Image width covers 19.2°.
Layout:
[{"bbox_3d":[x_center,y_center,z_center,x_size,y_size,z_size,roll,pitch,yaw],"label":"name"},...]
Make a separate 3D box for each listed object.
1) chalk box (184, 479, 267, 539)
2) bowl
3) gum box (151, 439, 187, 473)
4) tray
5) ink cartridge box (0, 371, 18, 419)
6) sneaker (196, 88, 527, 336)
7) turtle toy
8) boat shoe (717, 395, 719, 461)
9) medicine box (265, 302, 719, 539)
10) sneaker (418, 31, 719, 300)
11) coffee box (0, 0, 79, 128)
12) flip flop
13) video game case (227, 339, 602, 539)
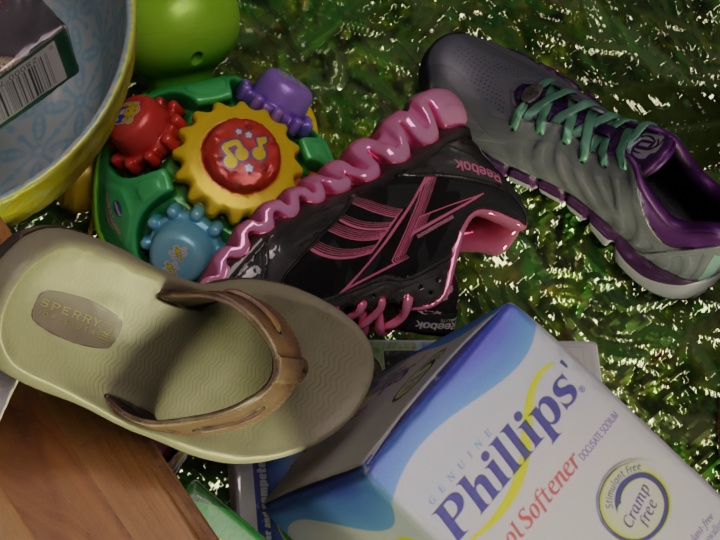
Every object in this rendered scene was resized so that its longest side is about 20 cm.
[{"bbox_3d":[-0.046,0.214,0.936,0.200,0.124,0.124,39,62,2],"label":"chalk box"},{"bbox_3d":[-0.199,-0.090,1.017,0.199,0.108,0.201,-1,66,2],"label":"bowl"},{"bbox_3d":[-0.158,0.129,0.944,0.066,0.114,0.200,39,63,2],"label":"gum box"},{"bbox_3d":[-0.140,0.082,0.883,0.098,0.037,0.200,-30,74,-22],"label":"tray"},{"bbox_3d":[-0.226,0.093,0.831,0.116,0.067,0.200,25,90,19],"label":"ink cartridge box"},{"bbox_3d":[0.000,0.000,0.964,0.200,0.079,0.095,-38,85,-30],"label":"sneaker"},{"bbox_3d":[-0.076,-0.059,1.054,0.145,0.101,0.201,-15,73,-22],"label":"turtle toy"},{"bbox_3d":[0.236,0.051,1.120,0.072,0.068,0.201,16,65,-10],"label":"boat shoe"},{"bbox_3d":[0.077,0.129,0.954,0.200,0.182,0.103,43,71,-4],"label":"medicine box"},{"bbox_3d":[0.125,-0.072,1.127,0.200,0.088,0.074,37,63,0],"label":"sneaker"},{"bbox_3d":[-0.237,-0.079,0.931,0.200,0.044,0.123,-37,71,-13],"label":"coffee box"},{"bbox_3d":[-0.066,0.033,0.855,0.200,0.057,0.081,23,85,-45],"label":"flip flop"},{"bbox_3d":[0.033,0.104,1.066,0.199,0.018,0.144,1,68,-17],"label":"video game case"}]
